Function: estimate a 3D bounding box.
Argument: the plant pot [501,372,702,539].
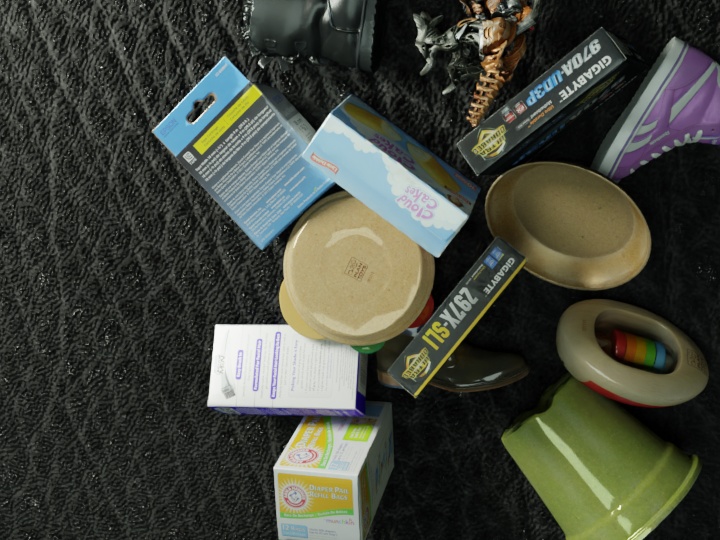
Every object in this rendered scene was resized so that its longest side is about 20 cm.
[{"bbox_3d":[0.279,0.230,1.365,0.184,0.200,0.200,48,113,6],"label":"plant pot"}]

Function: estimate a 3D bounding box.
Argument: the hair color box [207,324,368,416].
[{"bbox_3d":[-0.092,0.130,1.445,0.198,0.065,0.110,0,73,12],"label":"hair color box"}]

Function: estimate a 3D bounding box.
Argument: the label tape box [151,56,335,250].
[{"bbox_3d":[-0.135,-0.149,1.379,0.144,0.063,0.200,-40,97,22],"label":"label tape box"}]

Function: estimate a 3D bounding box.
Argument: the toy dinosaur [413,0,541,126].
[{"bbox_3d":[0.135,-0.256,1.228,0.135,0.201,0.102,-8,129,39],"label":"toy dinosaur"}]

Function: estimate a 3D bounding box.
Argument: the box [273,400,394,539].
[{"bbox_3d":[-0.030,0.253,1.424,0.112,0.200,0.102,2,110,12],"label":"box"}]

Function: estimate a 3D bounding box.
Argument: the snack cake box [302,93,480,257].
[{"bbox_3d":[0.039,-0.115,1.323,0.199,0.115,0.067,36,113,-2],"label":"snack cake box"}]

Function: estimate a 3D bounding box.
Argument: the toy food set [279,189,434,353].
[{"bbox_3d":[0.000,0.000,1.385,0.196,0.049,0.202,11,93,12],"label":"toy food set"}]

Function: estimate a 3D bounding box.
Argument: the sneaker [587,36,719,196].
[{"bbox_3d":[0.346,-0.148,1.265,0.114,0.073,0.201,31,113,-3],"label":"sneaker"}]

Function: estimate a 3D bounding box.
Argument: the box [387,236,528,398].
[{"bbox_3d":[0.112,0.055,1.307,0.049,0.160,0.200,39,89,7],"label":"box"}]

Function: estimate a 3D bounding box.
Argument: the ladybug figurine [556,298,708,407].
[{"bbox_3d":[0.321,0.106,1.334,0.199,0.136,0.072,19,136,-7],"label":"ladybug figurine"}]

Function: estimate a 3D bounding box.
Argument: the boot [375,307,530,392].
[{"bbox_3d":[0.111,0.095,1.405,0.198,0.075,0.098,-3,112,16],"label":"boot"}]

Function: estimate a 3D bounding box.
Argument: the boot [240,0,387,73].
[{"bbox_3d":[-0.049,-0.327,1.295,0.161,0.073,0.200,12,112,12],"label":"boot"}]

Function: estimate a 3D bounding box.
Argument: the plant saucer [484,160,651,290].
[{"bbox_3d":[0.245,-0.060,1.302,0.199,0.036,0.201,20,143,16],"label":"plant saucer"}]

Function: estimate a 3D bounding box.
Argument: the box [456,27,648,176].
[{"bbox_3d":[0.214,-0.182,1.233,0.200,0.159,0.046,-38,81,21],"label":"box"}]
